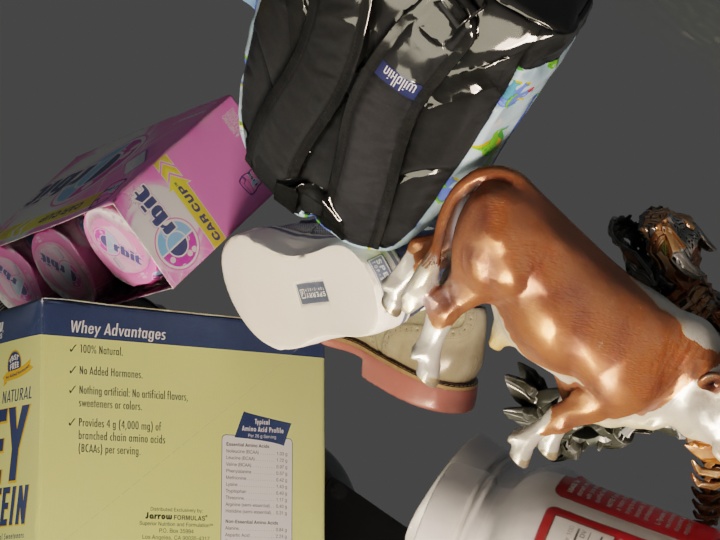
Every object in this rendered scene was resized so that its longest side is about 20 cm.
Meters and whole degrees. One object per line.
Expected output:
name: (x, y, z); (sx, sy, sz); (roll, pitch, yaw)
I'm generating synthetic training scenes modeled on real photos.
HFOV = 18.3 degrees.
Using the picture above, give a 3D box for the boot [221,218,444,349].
boot: (0.000, 0.000, 1.269); (0.200, 0.090, 0.073); (6, 113, 61)

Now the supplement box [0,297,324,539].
supplement box: (-0.137, 0.130, 1.365); (0.134, 0.200, 0.200); (-14, 73, 54)

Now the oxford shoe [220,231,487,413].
oxford shoe: (0.000, 0.012, 1.343); (0.200, 0.070, 0.075); (28, 111, 31)

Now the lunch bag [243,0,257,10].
lunch bag: (-0.087, -0.227, 1.157); (0.151, 0.094, 0.200); (39, 158, 9)

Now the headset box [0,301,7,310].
headset box: (-0.280, 0.074, 1.655); (0.200, 0.093, 0.174); (31, 144, 20)

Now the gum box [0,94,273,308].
gum box: (-0.150, -0.032, 1.389); (0.200, 0.114, 0.066); (-16, 115, 52)

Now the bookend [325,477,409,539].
bookend: (0.004, 0.261, 1.531); (0.199, 0.092, 0.200); (35, 147, -7)

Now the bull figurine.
bull figurine: (0.105, 0.036, 1.117); (0.200, 0.065, 0.121); (44, 111, -9)

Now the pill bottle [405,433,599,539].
pill bottle: (0.130, 0.187, 1.336); (0.200, 0.109, 0.109); (35, 145, 14)

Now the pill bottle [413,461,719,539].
pill bottle: (0.130, 0.177, 1.224); (0.200, 0.112, 0.112); (19, 140, 13)

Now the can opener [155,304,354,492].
can opener: (-0.082, 0.101, 1.530); (0.200, 0.053, 0.066); (46, 112, -5)

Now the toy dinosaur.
toy dinosaur: (0.158, 0.059, 1.194); (0.136, 0.102, 0.200); (-3, 104, 28)

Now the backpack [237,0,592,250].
backpack: (0.018, -0.102, 1.133); (0.163, 0.154, 0.200); (31, 123, 10)

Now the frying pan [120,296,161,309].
frying pan: (-0.146, 0.098, 1.497); (0.115, 0.031, 0.190); (-38, 93, 15)
